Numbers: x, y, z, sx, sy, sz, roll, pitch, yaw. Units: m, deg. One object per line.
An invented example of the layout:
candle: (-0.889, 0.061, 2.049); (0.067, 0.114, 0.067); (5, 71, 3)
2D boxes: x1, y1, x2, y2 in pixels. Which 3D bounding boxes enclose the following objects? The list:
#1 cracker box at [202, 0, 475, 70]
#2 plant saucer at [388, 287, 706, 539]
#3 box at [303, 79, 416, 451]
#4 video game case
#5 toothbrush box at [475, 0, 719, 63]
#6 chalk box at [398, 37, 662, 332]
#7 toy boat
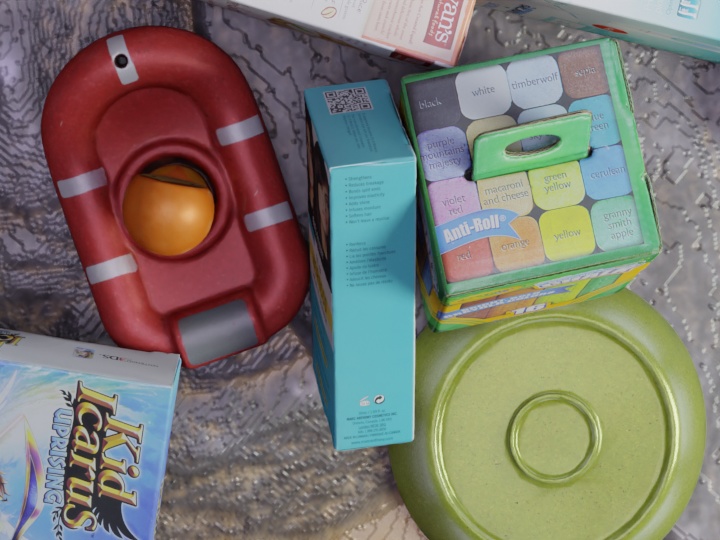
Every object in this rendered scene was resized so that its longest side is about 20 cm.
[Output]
cracker box: (-0.038, -0.167, 1.132); (0.198, 0.134, 0.058); (16, 94, -4)
plant saucer: (0.116, 0.100, 1.216); (0.198, 0.031, 0.202); (0, 96, -3)
box: (0.000, 0.000, 1.128); (0.049, 0.083, 0.201); (-7, 127, -8)
video game case: (-0.207, 0.133, 1.168); (0.180, 0.046, 0.202); (8, 112, -4)
toothbrush box: (0.171, -0.174, 1.136); (0.198, 0.146, 0.086); (14, 93, -5)
chalk box: (0.090, -0.047, 1.106); (0.123, 0.200, 0.125); (-11, 82, -1)
toy boat: (-0.108, -0.040, 1.142); (0.130, 0.131, 0.202); (-19, 96, -1)
